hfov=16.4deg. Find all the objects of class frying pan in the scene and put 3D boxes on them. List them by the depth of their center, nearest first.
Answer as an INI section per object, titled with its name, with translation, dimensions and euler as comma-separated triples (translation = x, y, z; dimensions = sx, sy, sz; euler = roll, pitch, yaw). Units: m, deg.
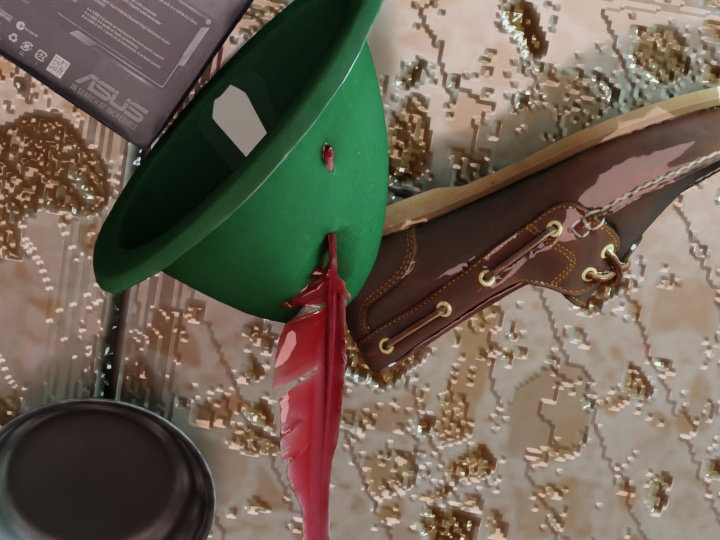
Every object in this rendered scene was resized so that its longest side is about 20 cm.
[frying pan]
translation = -0.100, 0.128, 1.165
dimensions = 0.115, 0.031, 0.190
euler = -37, 117, 16

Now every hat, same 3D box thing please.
[hat]
translation = 0.000, 0.000, 1.053
dimensions = 0.176, 0.166, 0.200
euler = 41, 115, -17

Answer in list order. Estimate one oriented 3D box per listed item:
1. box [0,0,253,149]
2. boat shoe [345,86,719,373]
[box]
translation = -0.126, -0.171, 1.049
dimensions = 0.200, 0.051, 0.158
euler = 33, 108, -8
[boat shoe]
translation = 0.082, -0.016, 1.079
dimensions = 0.200, 0.070, 0.070
euler = -23, 76, 18
